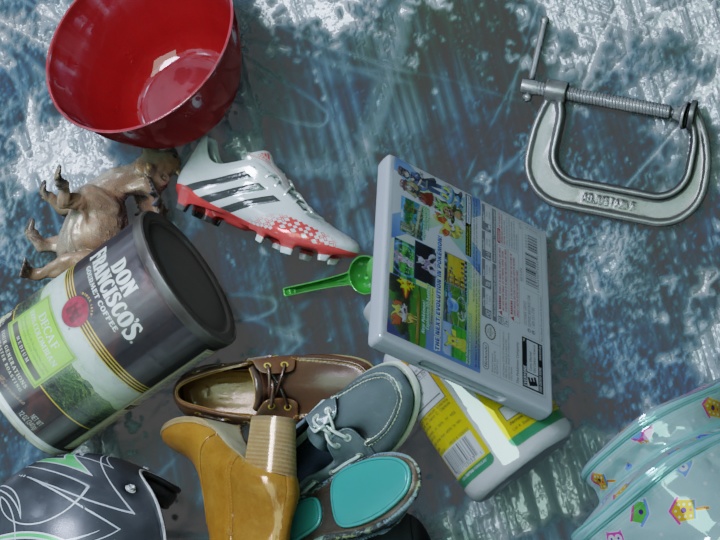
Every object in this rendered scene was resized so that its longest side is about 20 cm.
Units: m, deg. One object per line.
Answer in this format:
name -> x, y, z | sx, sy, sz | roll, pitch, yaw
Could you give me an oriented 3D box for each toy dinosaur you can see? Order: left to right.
toy dinosaur -> -0.255, -0.033, 1.448 | 0.134, 0.086, 0.202 | 18, 105, -20

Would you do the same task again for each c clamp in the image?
c clamp -> 0.234, -0.133, 1.367 | 0.198, 0.027, 0.173 | 18, 87, 16

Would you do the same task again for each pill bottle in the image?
pill bottle -> 0.090, 0.096, 1.326 | 0.112, 0.113, 0.201 | -37, 76, 6

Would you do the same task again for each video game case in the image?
video game case -> 0.089, 0.013, 1.281 | 0.022, 0.181, 0.202 | -41, 34, 42

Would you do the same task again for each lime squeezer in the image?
lime squeezer -> 0.000, 0.000, 1.354 | 0.070, 0.200, 0.038 | 8, 80, -25

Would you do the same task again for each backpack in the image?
backpack -> 0.268, 0.187, 1.204 | 0.154, 0.199, 0.176 | 52, 132, 13

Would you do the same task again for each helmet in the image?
helmet -> -0.254, 0.258, 1.344 | 0.198, 0.191, 0.202 | -2, 82, 14

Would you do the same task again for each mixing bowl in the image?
mixing bowl -> -0.190, -0.193, 1.421 | 0.198, 0.108, 0.202 | -10, 60, 19

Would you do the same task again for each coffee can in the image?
coffee can -> -0.237, 0.060, 1.385 | 0.199, 0.146, 0.147 | -34, 76, 11

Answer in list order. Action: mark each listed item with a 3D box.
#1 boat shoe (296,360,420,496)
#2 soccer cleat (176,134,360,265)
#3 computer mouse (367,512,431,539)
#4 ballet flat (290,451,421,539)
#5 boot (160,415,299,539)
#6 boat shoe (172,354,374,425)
boat shoe -> -0.021, 0.152, 1.325 | 0.200, 0.062, 0.073 | -43, 72, 37
soccer cleat -> -0.086, -0.067, 1.416 | 0.198, 0.069, 0.086 | 21, 90, 19
computer mouse -> 0.071, 0.310, 1.311 | 0.139, 0.046, 0.202 | -13, 79, 13
ballet flat -> -0.012, 0.218, 1.320 | 0.199, 0.074, 0.075 | -25, 76, 31
boot -> -0.128, 0.208, 1.338 | 0.200, 0.070, 0.146 | -10, 69, 50
boat shoe -> -0.082, 0.115, 1.387 | 0.198, 0.068, 0.073 | -5, 81, 13
